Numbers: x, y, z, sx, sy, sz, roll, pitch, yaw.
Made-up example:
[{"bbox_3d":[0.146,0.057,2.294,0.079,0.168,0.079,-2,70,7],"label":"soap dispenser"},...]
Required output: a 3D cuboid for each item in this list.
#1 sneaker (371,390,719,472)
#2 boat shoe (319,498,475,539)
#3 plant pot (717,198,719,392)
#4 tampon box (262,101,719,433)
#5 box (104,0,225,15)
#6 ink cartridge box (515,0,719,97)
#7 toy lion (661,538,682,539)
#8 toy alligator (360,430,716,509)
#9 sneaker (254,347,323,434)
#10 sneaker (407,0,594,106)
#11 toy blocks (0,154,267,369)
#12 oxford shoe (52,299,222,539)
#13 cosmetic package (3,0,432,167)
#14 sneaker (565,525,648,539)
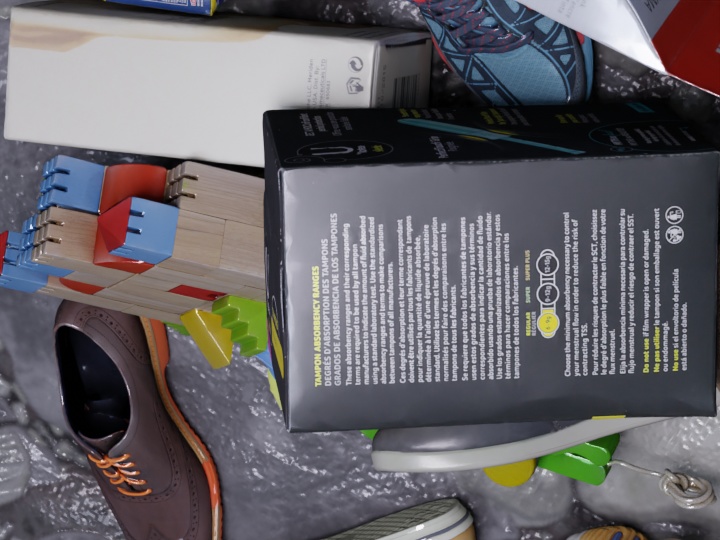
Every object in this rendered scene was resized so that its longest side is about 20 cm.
[{"bbox_3d":[0.092,0.038,1.511,0.200,0.075,0.106,-15,90,-11],"label":"sneaker"},{"bbox_3d":[-0.021,0.185,1.654,0.200,0.075,0.062,-20,99,21],"label":"boat shoe"},{"bbox_3d":[0.234,-0.016,1.431,0.093,0.201,0.201,42,132,48],"label":"plant pot"},{"bbox_3d":[0.057,-0.005,1.386,0.200,0.150,0.127,-2,103,-4],"label":"tampon box"},{"bbox_3d":[-0.092,-0.236,1.487,0.064,0.070,0.200,9,116,15],"label":"box"},{"bbox_3d":[0.142,-0.151,1.386,0.200,0.160,0.047,26,121,8],"label":"ink cartridge box"},{"bbox_3d":[0.228,0.165,1.468,0.200,0.192,0.069,-25,103,8],"label":"toy lion"},{"bbox_3d":[0.094,0.080,1.569,0.200,0.059,0.054,11,117,16],"label":"toy alligator"},{"bbox_3d":[0.000,0.000,1.559,0.105,0.076,0.200,43,121,-2],"label":"sneaker"},{"bbox_3d":[0.041,-0.144,1.465,0.079,0.096,0.200,-27,102,29],"label":"sneaker"},{"bbox_3d":[-0.113,-0.017,1.527,0.136,0.100,0.200,13,166,-22],"label":"toy blocks"},{"bbox_3d":[-0.133,0.101,1.655,0.071,0.073,0.200,-10,110,24],"label":"oxford shoe"},{"bbox_3d":[-0.072,-0.095,1.520,0.200,0.105,0.071,7,99,16],"label":"cosmetic package"},{"bbox_3d":[0.154,0.233,1.620,0.088,0.075,0.200,-24,97,39],"label":"sneaker"}]
